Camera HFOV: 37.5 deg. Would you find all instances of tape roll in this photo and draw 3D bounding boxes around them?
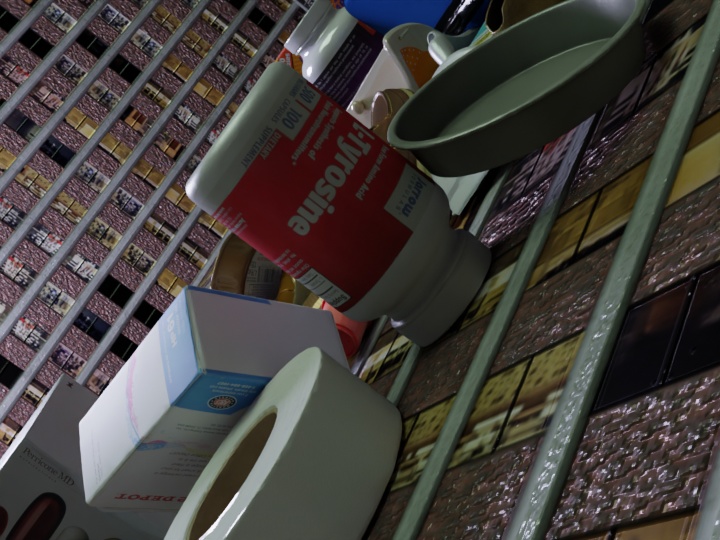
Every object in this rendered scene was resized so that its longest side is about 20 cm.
[{"bbox_3d":[-0.059,0.153,0.689,0.203,0.070,0.203,-52,11,14],"label":"tape roll"}]

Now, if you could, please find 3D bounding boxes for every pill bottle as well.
[{"bbox_3d":[-0.011,-0.039,0.727,0.113,0.199,0.112,-51,11,14],"label":"pill bottle"},{"bbox_3d":[0.007,-0.243,1.293,0.113,0.199,0.113,-50,11,14],"label":"pill bottle"}]

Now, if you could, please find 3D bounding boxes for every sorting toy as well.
[{"bbox_3d":[0.069,-0.187,1.151,0.180,0.107,0.200,-43,-6,-38],"label":"sorting toy"}]

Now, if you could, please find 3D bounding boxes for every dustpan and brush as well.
[{"bbox_3d":[0.089,-0.156,0.915,0.140,0.057,0.201,-56,46,28],"label":"dustpan and brush"}]

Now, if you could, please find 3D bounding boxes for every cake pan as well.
[{"bbox_3d":[0.111,-0.128,0.736,0.198,0.037,0.201,-29,20,11],"label":"cake pan"}]

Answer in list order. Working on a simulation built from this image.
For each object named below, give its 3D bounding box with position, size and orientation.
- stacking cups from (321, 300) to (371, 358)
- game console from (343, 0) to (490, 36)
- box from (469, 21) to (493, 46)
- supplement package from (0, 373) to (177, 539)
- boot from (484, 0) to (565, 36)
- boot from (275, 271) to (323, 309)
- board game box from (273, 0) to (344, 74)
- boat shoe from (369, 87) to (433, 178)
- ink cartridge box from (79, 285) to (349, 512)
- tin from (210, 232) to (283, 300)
[{"bbox_3d":[0.000,0.000,0.960,0.060,0.060,0.202,-44,17,43],"label":"stacking cups"},{"bbox_3d":[0.098,-0.320,1.158,0.169,0.120,0.200,-29,-5,-21],"label":"game console"},{"bbox_3d":[0.129,-0.202,1.030,0.202,0.049,0.082,-58,11,-21],"label":"box"},{"bbox_3d":[-0.308,0.264,1.122,0.201,0.190,0.147,-51,11,16],"label":"supplement package"},{"bbox_3d":[0.170,-0.256,0.954,0.074,0.075,0.201,-44,13,49],"label":"boot"},{"bbox_3d":[-0.080,0.076,1.035,0.145,0.070,0.201,-55,13,1],"label":"boot"},{"bbox_3d":[0.031,-0.322,1.442,0.200,0.199,0.201,-48,12,27],"label":"board game box"},{"bbox_3d":[0.025,-0.107,0.972,0.202,0.066,0.073,-97,19,-48],"label":"boat shoe"},{"bbox_3d":[-0.121,0.112,0.856,0.200,0.143,0.086,-48,47,34],"label":"ink cartridge box"},{"bbox_3d":[-0.118,0.060,1.070,0.112,0.041,0.204,4,-86,-67],"label":"tin"}]
